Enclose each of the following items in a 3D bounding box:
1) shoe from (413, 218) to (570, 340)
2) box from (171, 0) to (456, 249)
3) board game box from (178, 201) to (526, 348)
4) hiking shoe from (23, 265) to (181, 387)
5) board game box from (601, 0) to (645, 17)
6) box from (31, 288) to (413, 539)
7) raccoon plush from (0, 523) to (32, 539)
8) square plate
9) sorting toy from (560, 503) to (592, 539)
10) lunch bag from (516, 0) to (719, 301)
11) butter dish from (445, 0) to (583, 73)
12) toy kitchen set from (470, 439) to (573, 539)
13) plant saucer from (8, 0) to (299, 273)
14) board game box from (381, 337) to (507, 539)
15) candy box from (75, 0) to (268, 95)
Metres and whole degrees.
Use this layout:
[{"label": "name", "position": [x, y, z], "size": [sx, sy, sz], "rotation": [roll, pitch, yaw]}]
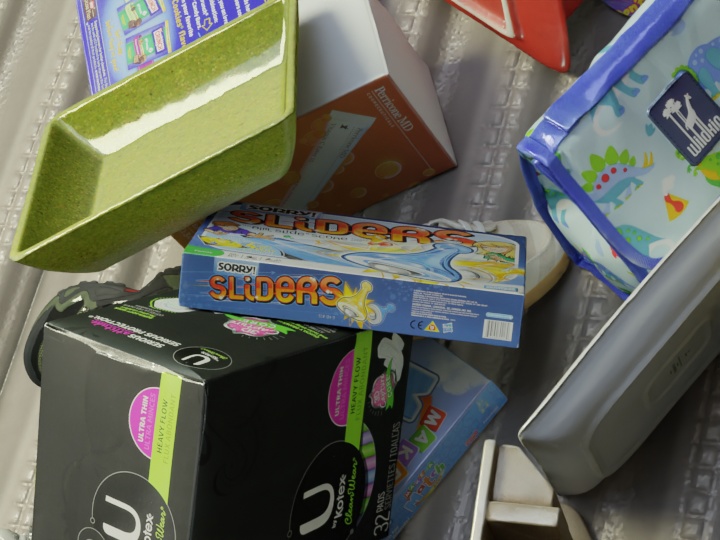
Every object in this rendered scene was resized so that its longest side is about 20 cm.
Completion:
[{"label": "shoe", "position": [0.042, 0.006, 1.285], "size": [0.199, 0.054, 0.070], "rotation": [-19, 44, -7]}, {"label": "box", "position": [-0.053, -0.098, 1.385], "size": [0.199, 0.124, 0.098], "rotation": [-25, 54, 14]}, {"label": "board game box", "position": [0.000, 0.000, 1.197], "size": [0.198, 0.135, 0.035], "rotation": [7, 105, 3]}, {"label": "hiking shoe", "position": [-0.172, 0.061, 1.359], "size": [0.199, 0.076, 0.101], "rotation": [-18, 36, 40]}, {"label": "board game box", "position": [0.234, -0.264, 1.379], "size": [0.199, 0.039, 0.159], "rotation": [-24, 54, 15]}, {"label": "box", "position": [-0.079, 0.097, 1.165], "size": [0.124, 0.199, 0.150], "rotation": [17, 108, 34]}, {"label": "raccoon plush", "position": [-0.165, 0.205, 1.297], "size": [0.199, 0.097, 0.135], "rotation": [21, 82, 35]}, {"label": "square plate", "position": [0.173, 0.045, 1.141], "size": [0.028, 0.200, 0.198], "rotation": [40, 86, 19]}, {"label": "sorting toy", "position": [0.068, 0.252, 1.173], "size": [0.199, 0.036, 0.186], "rotation": [-29, 53, 10]}, {"label": "lunch bag", "position": [0.188, -0.081, 1.198], "size": [0.170, 0.200, 0.127], "rotation": [-48, 52, -6]}, {"label": "butter dish", "position": [0.109, -0.271, 1.372], "size": [0.147, 0.201, 0.199], "rotation": [-35, 47, -17]}, {"label": "toy kitchen set", "position": [0.146, 0.184, 1.015], "size": [0.179, 0.200, 0.164], "rotation": [2, 64, 16]}, {"label": "plant saucer", "position": [-0.116, -0.079, 1.262], "size": [0.199, 0.048, 0.200], "rotation": [-26, 27, 13]}, {"label": "board game box", "position": [-0.022, 0.087, 1.317], "size": [0.200, 0.037, 0.152], "rotation": [35, 82, 37]}, {"label": "candy box", "position": [-0.104, -0.179, 1.489], "size": [0.199, 0.077, 0.170], "rotation": [-25, 53, 15]}]
